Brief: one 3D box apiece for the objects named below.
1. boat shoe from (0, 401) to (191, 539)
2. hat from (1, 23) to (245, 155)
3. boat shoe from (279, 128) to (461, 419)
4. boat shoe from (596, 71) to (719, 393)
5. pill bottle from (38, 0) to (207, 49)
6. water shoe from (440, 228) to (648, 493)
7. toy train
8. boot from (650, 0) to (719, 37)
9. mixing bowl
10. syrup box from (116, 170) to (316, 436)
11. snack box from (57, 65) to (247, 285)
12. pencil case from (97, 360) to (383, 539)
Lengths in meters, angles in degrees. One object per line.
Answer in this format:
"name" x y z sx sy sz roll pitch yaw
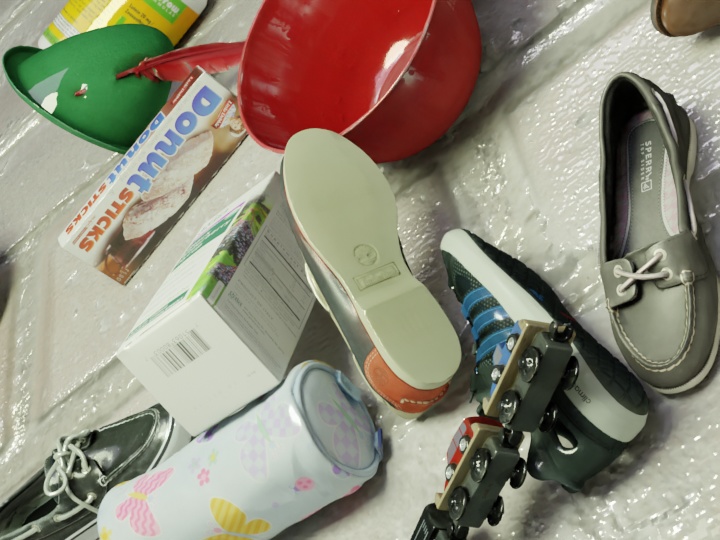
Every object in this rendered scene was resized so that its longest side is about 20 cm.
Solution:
"boat shoe" -0.214 0.159 0.948 0.199 0.068 0.074 -36 41 22
"hat" -0.200 -0.217 1.132 0.176 0.200 0.166 -54 44 21
"boat shoe" 0.000 0.000 0.791 0.200 0.071 0.063 62 156 21
"boat shoe" 0.159 -0.027 0.698 0.067 0.057 0.200 -23 47 35
"pill bottle" -0.229 -0.276 1.270 0.200 0.111 0.111 -50 37 6
"water shoe" 0.084 0.046 0.713 0.079 0.071 0.200 -53 34 13
"toy train" 0.066 0.103 0.659 0.046 0.034 0.200 -109 36 -55
"boot" 0.273 -0.150 0.677 0.186 0.064 0.200 -42 43 19
"mixing bowl" 0.014 -0.155 0.905 0.200 0.108 0.201 -23 54 36
"syrup box" -0.084 0.016 0.849 0.079 0.081 0.200 -33 17 24
"snack box" -0.179 -0.083 1.097 0.200 0.072 0.024 -50 35 5
"pencil case" -0.083 0.137 0.811 0.200 0.083 0.091 -35 35 23
